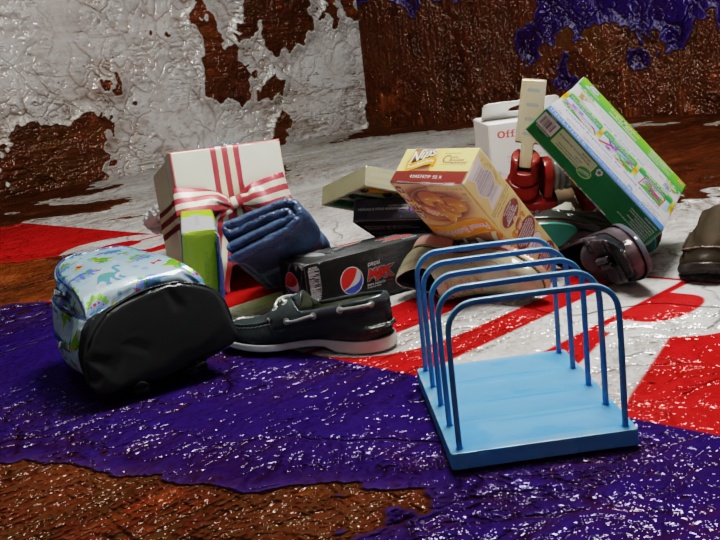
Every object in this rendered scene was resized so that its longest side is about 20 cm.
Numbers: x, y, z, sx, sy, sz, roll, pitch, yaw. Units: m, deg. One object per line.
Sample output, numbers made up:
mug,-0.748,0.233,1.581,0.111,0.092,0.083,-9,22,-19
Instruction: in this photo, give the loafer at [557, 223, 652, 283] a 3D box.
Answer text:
loafer,0.283,-0.013,1.184,0.062,0.073,0.200,-27,7,-3

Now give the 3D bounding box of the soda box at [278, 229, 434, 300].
soda box,0.000,0.000,1.248,0.198,0.064,0.070,-14,14,-32

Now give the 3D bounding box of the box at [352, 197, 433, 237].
box,0.089,-0.061,1.368,0.141,0.037,0.200,-1,-10,20

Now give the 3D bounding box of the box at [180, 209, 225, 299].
box,-0.191,0.001,1.206,0.047,0.124,0.200,-5,12,-9

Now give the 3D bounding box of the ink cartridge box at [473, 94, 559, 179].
ink cartridge box,0.247,-0.158,1.507,0.126,0.203,0.125,-7,12,-3

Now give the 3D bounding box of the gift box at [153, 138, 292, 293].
gift box,-0.183,-0.072,1.416,0.182,0.203,0.186,-15,-1,-20

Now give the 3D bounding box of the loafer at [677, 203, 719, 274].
loafer,0.421,-0.043,1.193,0.072,0.073,0.200,0,14,27

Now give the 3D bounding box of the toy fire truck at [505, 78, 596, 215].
toy fire truck,0.271,-0.148,1.366,0.173,0.202,0.130,-7,45,-3

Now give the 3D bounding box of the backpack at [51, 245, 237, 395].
backpack,-0.245,0.046,1.041,0.161,0.156,0.199,-20,4,-27

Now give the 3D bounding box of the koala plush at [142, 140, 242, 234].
koala plush,-0.243,-0.100,1.628,0.176,0.187,0.199,-10,-5,-45

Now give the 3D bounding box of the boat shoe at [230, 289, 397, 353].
boat shoe,-0.056,0.050,1.055,0.197,0.061,0.076,-3,13,17

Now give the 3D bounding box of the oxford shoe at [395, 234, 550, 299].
oxford shoe,0.129,0.012,1.168,0.198,0.071,0.074,7,44,44

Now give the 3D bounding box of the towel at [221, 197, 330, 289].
towel,-0.100,-0.028,1.261,0.110,0.049,0.200,-24,-17,3

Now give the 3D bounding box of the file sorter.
file sorter,0.119,0.055,0.795,0.136,0.125,0.200,-8,13,-2

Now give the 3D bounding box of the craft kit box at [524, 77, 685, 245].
craft kit box,0.311,-0.140,1.246,0.049,0.200,0.197,-44,-4,35

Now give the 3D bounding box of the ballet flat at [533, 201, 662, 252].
ballet flat,0.295,-0.054,1.318,0.197,0.069,0.069,4,41,13

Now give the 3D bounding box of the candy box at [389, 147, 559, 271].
candy box,0.138,-0.063,1.185,0.115,0.200,0.056,7,61,47

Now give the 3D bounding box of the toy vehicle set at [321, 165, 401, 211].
toy vehicle set,0.062,-0.098,1.347,0.197,0.027,0.124,8,-12,-27
